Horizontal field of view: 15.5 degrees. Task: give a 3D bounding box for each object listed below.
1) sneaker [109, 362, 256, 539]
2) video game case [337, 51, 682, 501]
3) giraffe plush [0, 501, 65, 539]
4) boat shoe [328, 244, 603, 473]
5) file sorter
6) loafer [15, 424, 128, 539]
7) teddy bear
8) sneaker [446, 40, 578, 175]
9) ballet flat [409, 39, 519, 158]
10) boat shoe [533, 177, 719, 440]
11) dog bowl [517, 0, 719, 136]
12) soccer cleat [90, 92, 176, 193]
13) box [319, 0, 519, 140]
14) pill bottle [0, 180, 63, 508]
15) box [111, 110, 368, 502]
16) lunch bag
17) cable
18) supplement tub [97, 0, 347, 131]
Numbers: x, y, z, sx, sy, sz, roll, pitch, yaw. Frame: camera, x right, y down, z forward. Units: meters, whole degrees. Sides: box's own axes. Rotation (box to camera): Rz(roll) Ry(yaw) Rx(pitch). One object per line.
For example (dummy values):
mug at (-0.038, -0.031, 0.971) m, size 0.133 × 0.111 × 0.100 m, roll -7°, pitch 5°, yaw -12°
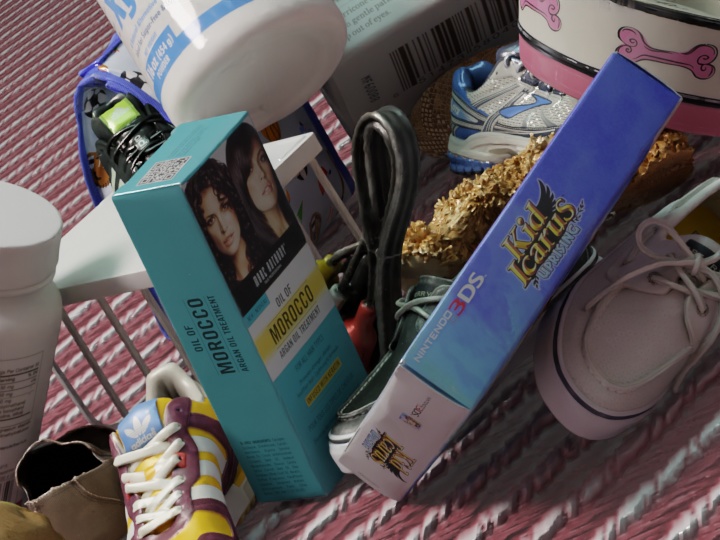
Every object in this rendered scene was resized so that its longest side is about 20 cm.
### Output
sneaker at (-0.106, 0.122, 1.427) m, size 0.075 × 0.090 × 0.200 m, roll -27°, pitch 17°, yaw 10°
video game case at (0.073, 0.008, 1.329) m, size 0.200 × 0.045 × 0.181 m, roll -55°, pitch -4°, yaw -21°
giraffe plush at (-0.185, 0.186, 1.310) m, size 0.200 × 0.172 × 0.162 m, roll -61°, pitch 4°, yaw 18°
boat shoe at (0.049, 0.032, 1.453) m, size 0.200 × 0.071 × 0.072 m, roll -40°, pitch 20°, yaw -27°
file sorter at (-0.102, 0.017, 1.654) m, size 0.200 × 0.125 × 0.139 m, roll -10°, pitch 27°, yaw 49°
loafer at (-0.163, 0.122, 1.546) m, size 0.073 × 0.071 × 0.200 m, roll -31°, pitch 15°, yaw -3°
teddy bear at (0.097, -0.045, 1.551) m, size 0.200 × 0.067 × 0.145 m, roll -32°, pitch -19°, yaw 13°
sneaker at (0.118, -0.110, 1.672) m, size 0.077 × 0.086 × 0.200 m, roll -10°, pitch 3°, yaw -38°
ballet flat at (0.120, -0.123, 1.777) m, size 0.199 × 0.071 × 0.065 m, roll -27°, pitch 22°, yaw 17°
boat shoe at (0.161, 0.007, 1.321) m, size 0.086 × 0.075 × 0.202 m, roll -45°, pitch -3°, yaw 42°
dog bowl at (0.182, -0.140, 1.564) m, size 0.199 × 0.074 × 0.200 m, roll 12°, pitch 19°, yaw -4°
soccer cleat at (-0.122, -0.059, 1.549) m, size 0.067 × 0.081 × 0.200 m, roll -35°, pitch 18°, yaw -7°
box at (0.037, -0.210, 1.851) m, size 0.199 × 0.172 × 0.200 m, roll -31°, pitch -22°, yaw -2°
pill bottle at (-0.242, 0.053, 1.599) m, size 0.113 × 0.201 × 0.113 m, roll 11°, pitch 24°, yaw -5°
box at (-0.058, 0.021, 1.436) m, size 0.049 × 0.201 × 0.082 m, roll -9°, pitch 27°, yaw 33°
lunch bag at (-0.107, -0.085, 1.818) m, size 0.124 × 0.200 × 0.170 m, roll -20°, pitch 19°, yaw 29°
cable at (0.000, 0.000, 1.478) m, size 0.050 × 0.097 × 0.200 m, roll -16°, pitch -32°, yaw -21°
supplement tub at (-0.109, -0.196, 1.716) m, size 0.132 × 0.200 × 0.132 m, roll -28°, pitch -24°, yaw -13°
